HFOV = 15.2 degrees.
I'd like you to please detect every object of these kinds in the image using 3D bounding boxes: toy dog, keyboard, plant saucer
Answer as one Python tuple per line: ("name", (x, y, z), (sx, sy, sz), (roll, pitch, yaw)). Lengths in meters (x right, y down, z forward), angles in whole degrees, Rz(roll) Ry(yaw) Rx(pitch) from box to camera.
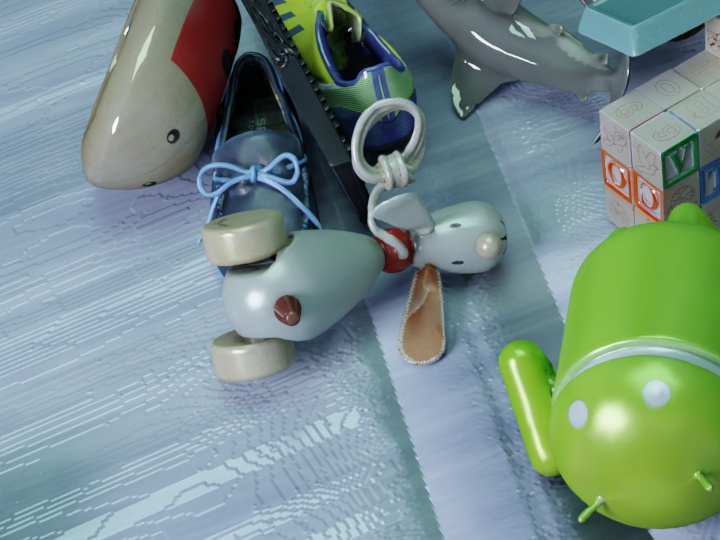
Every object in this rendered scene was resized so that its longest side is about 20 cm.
("toy dog", (0.000, 0.000, 1.556), (0.199, 0.132, 0.096), (-35, 24, -14))
("keyboard", (-0.043, -0.129, 1.675), (0.021, 0.127, 0.201), (-29, 52, 1))
("plant saucer", (0.227, -0.184, 1.618), (0.199, 0.019, 0.070), (-28, 27, -16))

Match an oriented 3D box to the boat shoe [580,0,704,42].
("boat shoe", (0.187, -0.181, 1.719), (0.066, 0.072, 0.200), (-1, 5, 37))

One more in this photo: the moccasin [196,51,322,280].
("moccasin", (-0.069, -0.059, 1.663), (0.080, 0.069, 0.201), (-12, 41, -3))

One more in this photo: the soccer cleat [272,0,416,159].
("soccer cleat", (-0.016, -0.154, 1.750), (0.064, 0.084, 0.200), (-20, 42, -12))

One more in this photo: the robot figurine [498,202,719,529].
("robot figurine", (0.164, 0.055, 1.453), (0.175, 0.116, 0.201), (-20, 34, 29))

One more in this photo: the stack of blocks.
("stack of blocks", (0.239, -0.105, 1.623), (0.199, 0.116, 0.059), (-30, 45, -21))

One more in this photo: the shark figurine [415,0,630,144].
("shark figurine", (0.099, -0.130, 1.717), (0.214, 0.128, 0.090), (35, 87, 31))

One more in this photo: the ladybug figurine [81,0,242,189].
("ladybug figurine", (-0.123, -0.126, 1.716), (0.071, 0.136, 0.201), (22, 44, -8))
